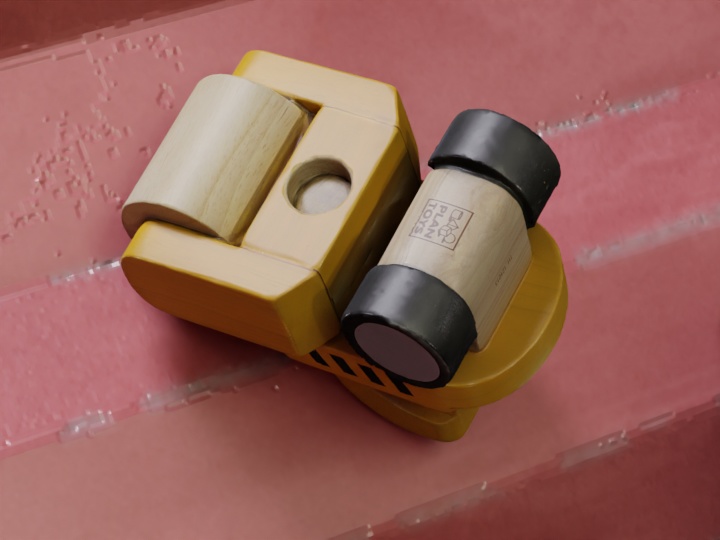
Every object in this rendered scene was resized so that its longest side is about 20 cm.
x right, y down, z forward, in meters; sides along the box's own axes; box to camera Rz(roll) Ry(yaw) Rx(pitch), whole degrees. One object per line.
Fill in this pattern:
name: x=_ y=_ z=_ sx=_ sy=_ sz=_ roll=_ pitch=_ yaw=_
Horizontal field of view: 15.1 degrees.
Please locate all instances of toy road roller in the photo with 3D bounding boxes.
toy road roller: x=0.000 y=0.000 z=1.267 sx=0.199 sy=0.146 sz=0.123 roll=18 pitch=63 yaw=23
